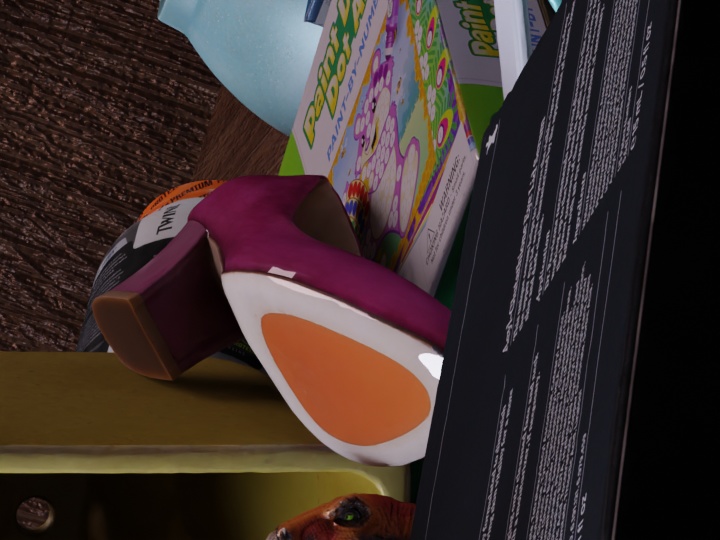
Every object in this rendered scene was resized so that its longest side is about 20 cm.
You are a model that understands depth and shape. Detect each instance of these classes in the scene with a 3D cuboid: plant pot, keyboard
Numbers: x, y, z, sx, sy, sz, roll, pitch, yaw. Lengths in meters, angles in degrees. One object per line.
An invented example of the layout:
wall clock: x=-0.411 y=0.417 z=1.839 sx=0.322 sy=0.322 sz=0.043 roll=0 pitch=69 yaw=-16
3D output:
plant pot: x=-0.025 y=-0.163 z=1.378 sx=0.200 sy=0.134 sz=0.201 roll=-163 pitch=90 yaw=-83
keyboard: x=0.046 y=-0.041 z=0.735 sx=0.056 sy=0.011 sz=0.201 roll=-100 pitch=3 yaw=-76
plant pot: x=-0.118 y=0.116 z=0.886 sx=0.200 sy=0.193 sz=0.196 roll=-142 pitch=56 yaw=-64

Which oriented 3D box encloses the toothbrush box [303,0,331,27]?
toothbrush box: x=0.047 y=-0.203 z=1.136 sx=0.200 sy=0.085 sz=0.147 roll=-79 pitch=10 yaw=-47

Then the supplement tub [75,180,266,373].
supplement tub: x=-0.079 y=0.050 z=1.326 sx=0.200 sy=0.122 sz=0.123 roll=-84 pitch=14 yaw=-54

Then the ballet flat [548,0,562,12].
ballet flat: x=0.076 y=-0.117 z=0.700 sx=0.062 sy=0.068 sz=0.200 roll=-26 pitch=28 yaw=16

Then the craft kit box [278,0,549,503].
craft kit box: x=0.015 y=-0.015 z=0.911 sx=0.198 sy=0.048 sz=0.201 roll=-98 pitch=21 yaw=-52

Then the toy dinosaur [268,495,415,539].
toy dinosaur: x=-0.025 y=0.156 z=0.781 sx=0.182 sy=0.105 sz=0.200 roll=-59 pitch=-5 yaw=-15

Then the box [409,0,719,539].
box: x=0.065 y=0.022 z=0.520 sx=0.141 sy=0.079 sz=0.201 roll=122 pitch=163 yaw=-53

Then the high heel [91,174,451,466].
high heel: x=0.000 y=0.000 z=0.806 sx=0.096 sy=0.068 sz=0.200 roll=-35 pitch=26 yaw=-24

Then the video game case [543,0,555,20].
video game case: x=0.087 y=-0.197 z=0.910 sx=0.200 sy=0.022 sz=0.183 roll=83 pitch=-157 yaw=-77
